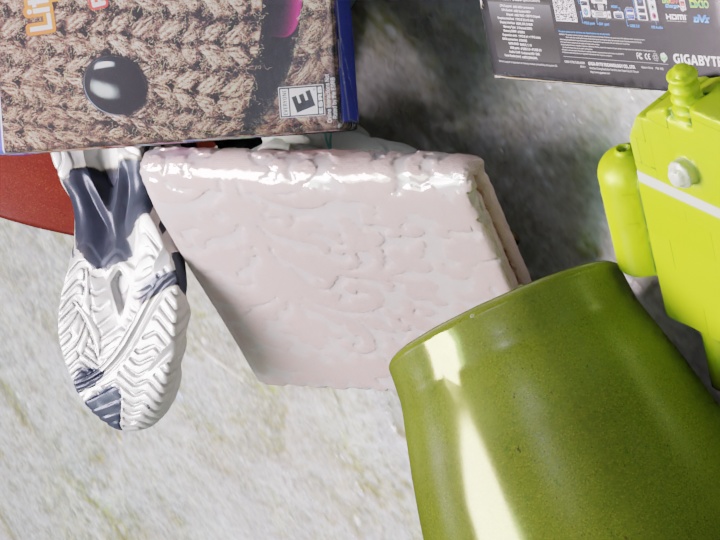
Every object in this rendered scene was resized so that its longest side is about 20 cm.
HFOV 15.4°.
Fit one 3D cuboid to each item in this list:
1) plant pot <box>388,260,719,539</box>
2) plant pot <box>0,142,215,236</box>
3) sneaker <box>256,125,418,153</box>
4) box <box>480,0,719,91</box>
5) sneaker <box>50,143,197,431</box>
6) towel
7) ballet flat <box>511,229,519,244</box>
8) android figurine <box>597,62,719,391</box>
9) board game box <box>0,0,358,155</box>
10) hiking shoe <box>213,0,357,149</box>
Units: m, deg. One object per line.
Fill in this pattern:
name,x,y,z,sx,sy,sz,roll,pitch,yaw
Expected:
plant pot,0.107,0.107,1.333,0.200,0.199,0.194,-38,73,58
plant pot,-0.181,-0.140,1.632,0.176,0.200,0.201,34,150,27
sneaker,-0.030,-0.059,1.527,0.200,0.080,0.071,-173,97,-73
box,0.119,-0.189,1.281,0.199,0.049,0.200,11,116,56
sneaker,-0.122,-0.011,1.532,0.079,0.129,0.201,-14,86,19
towel,0.000,0.000,1.447,0.199,0.032,0.192,2,142,26
ballet flat,0.028,-0.013,1.530,0.200,0.067,0.073,140,125,-62
android figurine,0.184,-0.011,1.242,0.182,0.041,0.201,30,148,41
board game box,-0.107,-0.147,1.411,0.097,0.198,0.161,-26,-68,-84
hiking shoe,-0.045,-0.149,1.510,0.074,0.087,0.201,25,135,19
